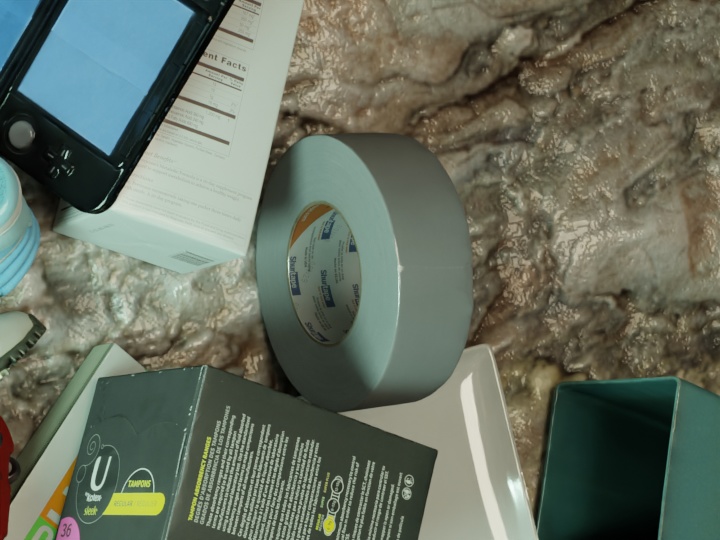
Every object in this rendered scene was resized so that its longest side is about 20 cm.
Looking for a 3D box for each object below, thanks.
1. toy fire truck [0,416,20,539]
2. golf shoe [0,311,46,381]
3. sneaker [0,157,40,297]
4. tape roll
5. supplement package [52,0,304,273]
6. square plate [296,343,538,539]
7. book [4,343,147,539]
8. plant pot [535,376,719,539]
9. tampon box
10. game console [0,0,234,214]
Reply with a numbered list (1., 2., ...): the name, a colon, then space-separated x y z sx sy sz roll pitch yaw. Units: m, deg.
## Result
1. toy fire truck: -0.301 0.190 1.323 0.141 0.049 0.200 -7 54 6
2. golf shoe: -0.304 0.062 1.348 0.200 0.077 0.088 -28 91 -31
3. sneaker: -0.305 -0.002 1.356 0.200 0.131 0.080 -19 69 3
4. tape roll: 0.000 0.000 1.463 0.066 0.200 0.200 -5 86 -32
5. supplement package: -0.129 -0.113 1.449 0.109 0.114 0.200 19 75 -26
6. square plate: 0.040 0.174 1.565 0.200 0.028 0.198 -14 92 -31
7. book: -0.185 0.171 1.425 0.134 0.048 0.200 42 62 -22
8. plant pot: 0.269 0.178 1.641 0.200 0.141 0.141 17 75 -34
9. tampon box: -0.078 0.157 1.385 0.200 0.150 0.126 23 71 -31
10. game console: -0.205 -0.162 1.315 0.172 0.119 0.200 35 100 18
